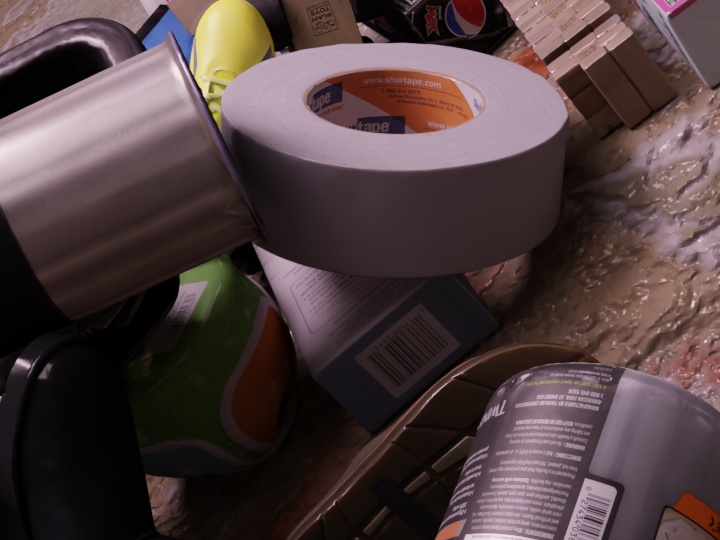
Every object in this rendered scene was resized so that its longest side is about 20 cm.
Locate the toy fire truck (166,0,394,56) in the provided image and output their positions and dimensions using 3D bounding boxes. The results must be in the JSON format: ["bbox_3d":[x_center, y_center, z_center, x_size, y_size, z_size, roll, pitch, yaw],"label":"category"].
[{"bbox_3d":[-0.062,-0.182,1.060,0.129,0.176,0.200,-21,12,-8],"label":"toy fire truck"}]

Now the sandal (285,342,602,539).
[{"bbox_3d":[0.040,0.104,0.717,0.200,0.082,0.055,-44,8,14],"label":"sandal"}]

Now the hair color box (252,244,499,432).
[{"bbox_3d":[0.000,0.000,0.881,0.099,0.061,0.200,-40,32,6],"label":"hair color box"}]

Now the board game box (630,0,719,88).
[{"bbox_3d":[0.224,-0.218,0.878,0.148,0.064,0.200,-37,31,11],"label":"board game box"}]

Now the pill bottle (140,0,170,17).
[{"bbox_3d":[-0.099,-0.290,1.290,0.200,0.112,0.112,-30,34,22],"label":"pill bottle"}]

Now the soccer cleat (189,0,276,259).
[{"bbox_3d":[-0.099,-0.079,0.941,0.084,0.065,0.200,-27,-50,-73],"label":"soccer cleat"}]

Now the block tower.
[{"bbox_3d":[0.134,-0.159,0.919,0.054,0.058,0.200,-36,31,11],"label":"block tower"}]

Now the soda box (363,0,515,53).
[{"bbox_3d":[0.036,-0.212,1.080,0.063,0.071,0.200,-42,31,-2],"label":"soda box"}]

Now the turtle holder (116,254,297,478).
[{"bbox_3d":[-0.124,0.070,0.873,0.185,0.132,0.141,-33,34,20],"label":"turtle holder"}]

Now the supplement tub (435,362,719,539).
[{"bbox_3d":[0.078,0.147,0.556,0.123,0.123,0.200,-9,47,44],"label":"supplement tub"}]

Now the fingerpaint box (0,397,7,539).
[{"bbox_3d":[-0.220,0.170,0.846,0.200,0.073,0.167,26,111,58],"label":"fingerpaint box"}]

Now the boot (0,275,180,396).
[{"bbox_3d":[-0.147,-0.001,0.814,0.131,0.068,0.200,7,57,38],"label":"boot"}]

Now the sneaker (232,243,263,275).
[{"bbox_3d":[-0.134,-0.046,1.041,0.200,0.066,0.091,14,67,26],"label":"sneaker"}]

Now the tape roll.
[{"bbox_3d":[0.019,-0.070,0.831,0.200,0.066,0.200,1,29,-1],"label":"tape roll"}]

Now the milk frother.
[{"bbox_3d":[-0.171,-0.068,0.692,0.188,0.200,0.181,-26,70,-3],"label":"milk frother"}]

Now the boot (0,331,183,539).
[{"bbox_3d":[-0.096,0.139,0.689,0.162,0.198,0.073,15,19,28],"label":"boot"}]

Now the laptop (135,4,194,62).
[{"bbox_3d":[-0.130,-0.117,1.129,0.177,0.103,0.200,-54,32,-15],"label":"laptop"}]
